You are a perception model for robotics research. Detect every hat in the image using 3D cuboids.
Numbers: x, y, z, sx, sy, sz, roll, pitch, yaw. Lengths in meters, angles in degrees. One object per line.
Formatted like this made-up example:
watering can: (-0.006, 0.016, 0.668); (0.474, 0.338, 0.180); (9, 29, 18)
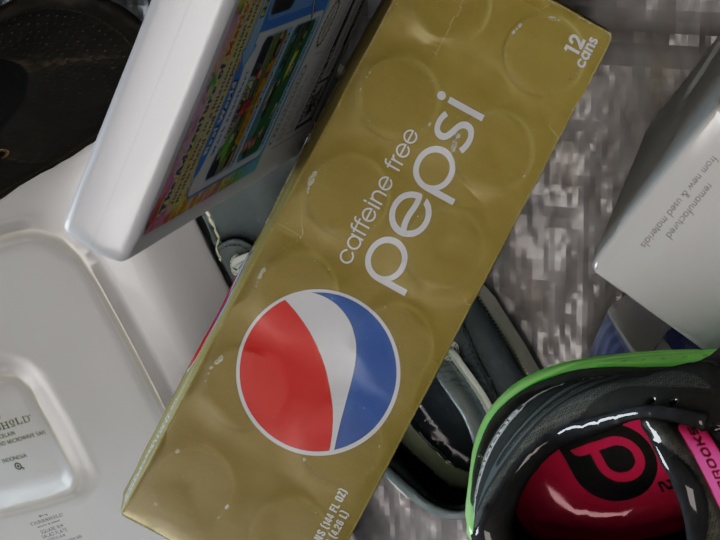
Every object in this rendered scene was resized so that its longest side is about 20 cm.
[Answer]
hat: (-0.158, -0.060, 0.709); (0.200, 0.200, 0.081); (-27, 77, 24)

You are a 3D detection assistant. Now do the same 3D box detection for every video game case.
video game case: (-0.010, -0.111, 0.655); (0.024, 0.182, 0.201); (26, 106, 7)

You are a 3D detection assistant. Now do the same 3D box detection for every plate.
plate: (-0.122, 0.056, 0.846); (0.199, 0.032, 0.201); (-17, 108, 29)

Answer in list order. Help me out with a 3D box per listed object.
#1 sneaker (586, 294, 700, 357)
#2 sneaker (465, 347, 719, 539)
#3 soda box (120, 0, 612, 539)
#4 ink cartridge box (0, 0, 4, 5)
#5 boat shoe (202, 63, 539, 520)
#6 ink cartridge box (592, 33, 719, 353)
sneaker: (0.162, 0.088, 0.771); (0.200, 0.115, 0.081); (54, 148, 22)
sneaker: (0.115, 0.045, 0.630); (0.199, 0.084, 0.077); (-27, 105, 28)
soda box: (0.000, 0.000, 0.734); (0.067, 0.064, 0.201); (28, 87, -4)
ink cartridge box: (-0.186, -0.179, 0.713); (0.199, 0.084, 0.145); (23, 155, 5)
boat shoe: (-0.008, -0.001, 0.787); (0.073, 0.062, 0.200); (-32, 100, 28)
ink cartridge box: (0.176, 0.013, 0.712); (0.199, 0.116, 0.067); (35, 118, -2)
